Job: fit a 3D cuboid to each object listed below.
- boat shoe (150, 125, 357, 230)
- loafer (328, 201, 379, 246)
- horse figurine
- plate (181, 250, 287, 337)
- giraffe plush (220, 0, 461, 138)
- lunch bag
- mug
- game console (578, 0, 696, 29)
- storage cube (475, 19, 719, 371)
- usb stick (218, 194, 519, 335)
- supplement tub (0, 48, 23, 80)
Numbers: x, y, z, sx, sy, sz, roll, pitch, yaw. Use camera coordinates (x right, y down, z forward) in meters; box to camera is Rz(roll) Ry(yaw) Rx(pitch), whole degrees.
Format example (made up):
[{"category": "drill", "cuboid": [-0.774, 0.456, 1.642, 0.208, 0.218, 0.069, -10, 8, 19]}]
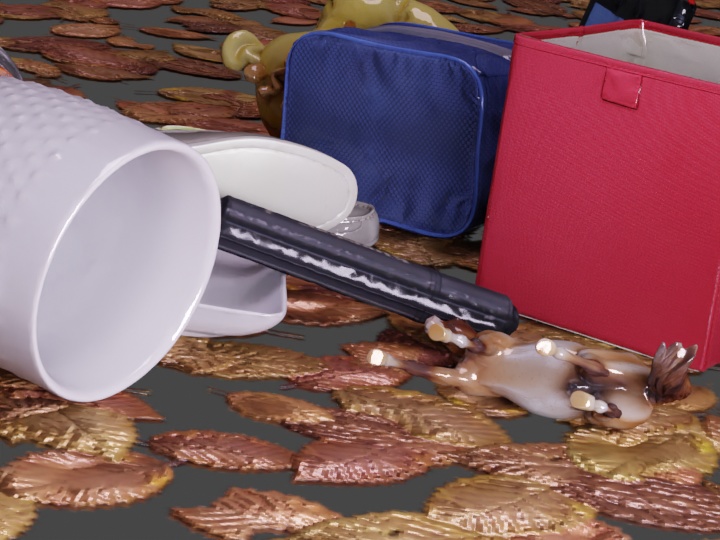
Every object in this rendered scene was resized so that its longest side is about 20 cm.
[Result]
[{"category": "boat shoe", "cuboid": [-0.104, -0.056, 1.422, 0.202, 0.072, 0.060, -1, 22, -17]}, {"category": "loafer", "cuboid": [-0.085, -0.051, 1.530, 0.200, 0.070, 0.070, 8, 15, 0]}, {"category": "horse figurine", "cuboid": [0.101, 0.055, 1.258, 0.200, 0.050, 0.133, 8, -4, 32]}, {"category": "plate", "cuboid": [-0.144, -0.001, 1.394, 0.200, 0.032, 0.200, 8, 15, -3]}, {"category": "giraffe plush", "cuboid": [-0.015, -0.153, 1.818, 0.173, 0.200, 0.162, 25, 52, 38]}, {"category": "lunch bag", "cuboid": [0.041, -0.106, 1.670, 0.200, 0.136, 0.132, 16, 17, 33]}, {"category": "mug", "cuboid": [-0.203, -0.024, 1.207, 0.175, 0.148, 0.200, 25, 28, 28]}, {"category": "game console", "cuboid": [0.180, -0.130, 1.713, 0.031, 0.200, 0.177, 20, 13, -12]}, {"category": "storage cube", "cuboid": [0.201, -0.054, 1.477, 0.200, 0.180, 0.171, 19, 19, 32]}, {"category": "usb stick", "cuboid": [0.000, 0.000, 1.384, 0.200, 0.033, 0.055, 20, 14, -7]}, {"category": "supplement tub", "cuboid": [-0.305, -0.119, 1.571, 0.122, 0.123, 0.200, -1, 18, -30]}]
